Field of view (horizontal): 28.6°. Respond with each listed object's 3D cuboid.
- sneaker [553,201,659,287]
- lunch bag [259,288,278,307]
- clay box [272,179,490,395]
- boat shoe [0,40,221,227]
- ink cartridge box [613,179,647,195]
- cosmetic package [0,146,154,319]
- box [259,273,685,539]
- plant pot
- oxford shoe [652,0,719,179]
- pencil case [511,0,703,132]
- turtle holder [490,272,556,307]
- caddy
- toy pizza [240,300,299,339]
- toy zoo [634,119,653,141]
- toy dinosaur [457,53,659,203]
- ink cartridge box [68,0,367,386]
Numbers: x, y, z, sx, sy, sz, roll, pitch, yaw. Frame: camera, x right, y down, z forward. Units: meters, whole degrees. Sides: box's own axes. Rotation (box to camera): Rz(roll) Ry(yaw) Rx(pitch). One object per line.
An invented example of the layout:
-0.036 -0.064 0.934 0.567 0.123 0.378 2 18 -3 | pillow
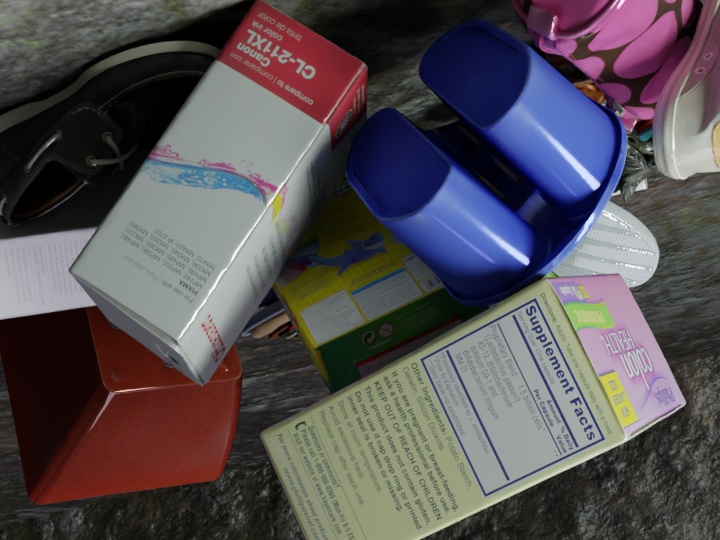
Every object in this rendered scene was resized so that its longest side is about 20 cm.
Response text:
0.139 -0.052 1.094 0.199 0.071 0.073 23 124 -3 | sneaker
-0.071 -0.012 1.164 0.160 0.076 0.199 -12 -172 41 | lunch bag
0.000 0.000 0.950 0.114 0.048 0.200 -25 -151 -5 | clay box
-0.163 -0.088 0.905 0.199 0.068 0.072 -23 160 29 | boat shoe
0.150 -0.069 1.265 0.198 0.037 0.095 -10 -175 1 | ink cartridge box
-0.184 -0.031 1.011 0.198 0.102 0.074 -7 127 -12 | cosmetic package
0.073 0.089 0.850 0.199 0.097 0.176 -29 170 21 | box
-0.214 0.085 1.334 0.199 0.201 0.176 -3 153 -30 | plant pot
0.231 -0.127 0.847 0.057 0.201 0.075 4 136 32 | oxford shoe
0.155 -0.149 0.850 0.094 0.091 0.200 -51 151 11 | pencil case
0.078 0.047 1.023 0.140 0.132 0.186 -30 128 14 | turtle holder
0.078 -0.061 0.838 0.142 0.105 0.200 -48 -156 7 | caddy
-0.003 0.016 1.131 0.199 0.032 0.200 -26 177 -1 | toy pizza
0.225 -0.102 1.129 0.200 0.021 0.131 -27 -167 49 | toy zoo
0.160 -0.118 1.014 0.135 0.103 0.199 21 172 -36 | toy dinosaur
-0.081 -0.043 0.871 0.083 0.201 0.146 32 168 7 | ink cartridge box
